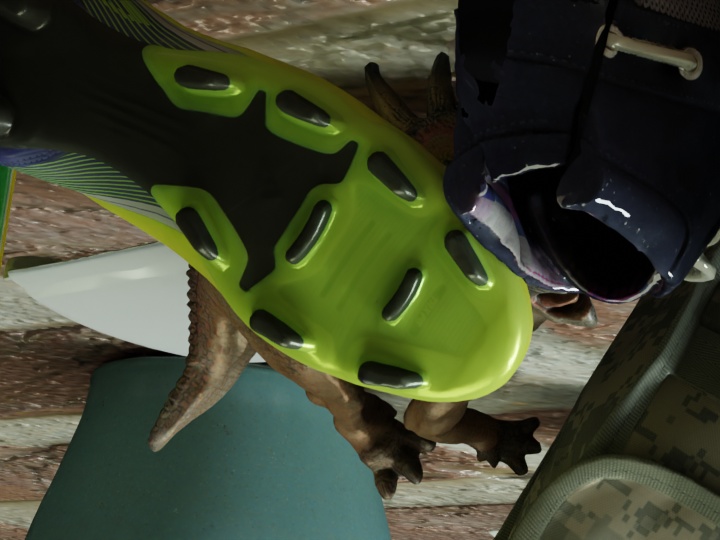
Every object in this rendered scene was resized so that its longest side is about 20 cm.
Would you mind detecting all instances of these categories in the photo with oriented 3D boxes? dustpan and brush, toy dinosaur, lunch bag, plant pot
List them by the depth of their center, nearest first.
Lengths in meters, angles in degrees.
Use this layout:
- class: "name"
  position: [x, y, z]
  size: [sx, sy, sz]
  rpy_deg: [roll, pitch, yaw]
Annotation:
- class: "toy dinosaur"
  position: [0.000, 0.000, 0.820]
  size: [0.199, 0.086, 0.135]
  rpy_deg: [-11, 148, 34]
- class: "lunch bag"
  position: [0.128, 0.090, 0.828]
  size: [0.164, 0.200, 0.118]
  rpy_deg: [33, 157, 0]
- class: "dustpan and brush"
  position: [-0.023, 0.000, 0.977]
  size: [0.139, 0.058, 0.200]
  rpy_deg: [-11, 155, 18]
- class: "plant pot"
  position: [-0.068, 0.143, 1.269]
  size: [0.199, 0.189, 0.200]
  rpy_deg: [6, 166, 2]

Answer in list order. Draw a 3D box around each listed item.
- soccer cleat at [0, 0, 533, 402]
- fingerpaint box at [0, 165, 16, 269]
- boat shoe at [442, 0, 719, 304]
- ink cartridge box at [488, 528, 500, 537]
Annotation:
- class: "soccer cleat"
  position: [-0.036, -0.032, 0.710]
  size: [0.200, 0.065, 0.084]
  rpy_deg: [29, -166, 17]
- class: "fingerpaint box"
  position: [-0.162, 0.039, 0.859]
  size: [0.073, 0.201, 0.167]
  rpy_deg: [11, 166, -14]
- class: "boat shoe"
  position: [0.072, -0.030, 0.696]
  size: [0.074, 0.093, 0.200]
  rpy_deg: [-1, 164, 29]
- class: "ink cartridge box"
  position: [0.165, 0.101, 1.244]
  size: [0.199, 0.068, 0.117]
  rpy_deg: [2, 166, 13]
